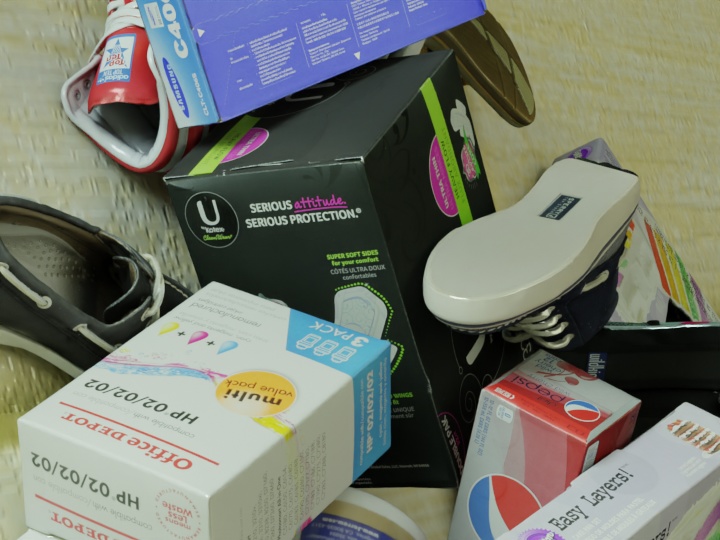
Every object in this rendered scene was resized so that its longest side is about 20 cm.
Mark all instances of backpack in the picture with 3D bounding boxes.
[{"bbox_3d":[0.192,0.123,1.248,0.151,0.199,0.178,64,27,-43],"label":"backpack"}]

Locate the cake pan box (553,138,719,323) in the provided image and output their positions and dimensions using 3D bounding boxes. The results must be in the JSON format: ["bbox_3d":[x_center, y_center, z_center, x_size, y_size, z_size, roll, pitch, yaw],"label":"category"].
[{"bbox_3d":[0.197,0.030,1.412,0.200,0.052,0.184,55,31,-19],"label":"cake pan box"}]

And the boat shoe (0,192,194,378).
[{"bbox_3d":[-0.136,0.010,0.972,0.200,0.060,0.074,27,45,-46],"label":"boat shoe"}]

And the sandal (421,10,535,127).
[{"bbox_3d":[0.044,-0.168,1.343,0.200,0.054,0.081,35,38,-19],"label":"sandal"}]

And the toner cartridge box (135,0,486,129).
[{"bbox_3d":[-0.025,-0.154,1.047,0.199,0.043,0.096,-26,103,-35],"label":"toner cartridge box"}]

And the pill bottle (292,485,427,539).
[{"bbox_3d":[-0.033,0.217,0.946,0.120,0.119,0.201,43,41,-33],"label":"pill bottle"}]

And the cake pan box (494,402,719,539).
[{"bbox_3d":[0.124,0.188,1.005,0.200,0.052,0.185,-26,130,-46],"label":"cake pan box"}]

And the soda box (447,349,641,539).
[{"bbox_3d":[0.089,0.149,1.047,0.063,0.070,0.201,-28,136,-50],"label":"soda box"}]

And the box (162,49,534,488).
[{"bbox_3d":[0.000,0.000,1.070,0.149,0.124,0.201,-53,133,-53],"label":"box"}]

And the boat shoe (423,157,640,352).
[{"bbox_3d":[0.097,0.014,1.050,0.200,0.074,0.093,-33,133,-49],"label":"boat shoe"}]

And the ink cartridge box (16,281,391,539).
[{"bbox_3d":[-0.083,0.089,0.923,0.200,0.115,0.068,-39,137,-48],"label":"ink cartridge box"}]

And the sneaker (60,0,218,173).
[{"bbox_3d":[-0.125,-0.148,1.070,0.112,0.071,0.201,-18,88,-60],"label":"sneaker"}]

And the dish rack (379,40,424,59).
[{"bbox_3d":[-0.029,-0.213,1.131,0.200,0.043,0.172,48,42,-26],"label":"dish rack"}]
